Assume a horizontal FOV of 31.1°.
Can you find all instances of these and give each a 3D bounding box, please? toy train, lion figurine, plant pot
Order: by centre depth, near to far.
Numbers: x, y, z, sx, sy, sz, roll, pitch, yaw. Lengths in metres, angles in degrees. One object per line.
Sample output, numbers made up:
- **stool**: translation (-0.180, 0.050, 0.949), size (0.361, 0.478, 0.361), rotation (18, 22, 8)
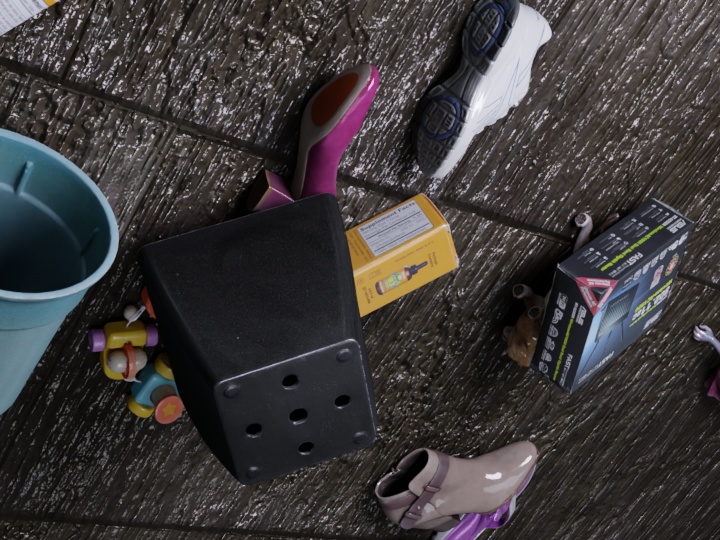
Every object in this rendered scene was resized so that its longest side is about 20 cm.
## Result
- **plant pot**: translation (-0.332, 0.017, 1.096), size (0.199, 0.201, 0.197), rotation (6, 132, -34)
- **plant pot**: translation (-0.079, 0.079, 1.214), size (0.198, 0.178, 0.201), rotation (-17, 130, -9)
- **toy train**: translation (-0.191, 0.083, 1.323), size (0.149, 0.056, 0.201), rotation (-25, 136, -8)
- **lion figurine**: translation (0.242, 0.027, 1.517), size (0.200, 0.073, 0.122), rotation (-42, 143, 3)

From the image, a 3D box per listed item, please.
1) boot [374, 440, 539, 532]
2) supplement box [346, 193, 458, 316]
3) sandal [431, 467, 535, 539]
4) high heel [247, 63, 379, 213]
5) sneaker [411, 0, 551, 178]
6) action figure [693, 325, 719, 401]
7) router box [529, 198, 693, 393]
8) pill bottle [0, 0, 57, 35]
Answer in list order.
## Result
- **boot**: translation (0.119, 0.263, 1.654), size (0.200, 0.070, 0.146), rotation (-42, 134, 8)
- **supplement box**: translation (0.000, 0.000, 1.354), size (0.199, 0.069, 0.067), rotation (-25, 135, -6)
- **sandal**: translation (0.177, 0.326, 1.755), size (0.082, 0.050, 0.203), rotation (19, 116, -40)
- **high heel**: translation (-0.020, -0.111, 1.242), size (0.096, 0.068, 0.200), rotation (22, 130, -30)
- **sneaker**: translation (0.122, -0.172, 1.272), size (0.087, 0.075, 0.201), rotation (9, 123, -41)
- **action figure**: translation (0.529, 0.135, 1.732), size (0.133, 0.150, 0.201), rotation (-18, 149, -7)
- **router box**: translation (0.284, 0.027, 1.461), size (0.199, 0.062, 0.151), rotation (-31, 144, -38)
- **pill bottle**: translation (-0.281, -0.232, 0.953), size (0.199, 0.111, 0.111), rotation (-31, 137, -2)
